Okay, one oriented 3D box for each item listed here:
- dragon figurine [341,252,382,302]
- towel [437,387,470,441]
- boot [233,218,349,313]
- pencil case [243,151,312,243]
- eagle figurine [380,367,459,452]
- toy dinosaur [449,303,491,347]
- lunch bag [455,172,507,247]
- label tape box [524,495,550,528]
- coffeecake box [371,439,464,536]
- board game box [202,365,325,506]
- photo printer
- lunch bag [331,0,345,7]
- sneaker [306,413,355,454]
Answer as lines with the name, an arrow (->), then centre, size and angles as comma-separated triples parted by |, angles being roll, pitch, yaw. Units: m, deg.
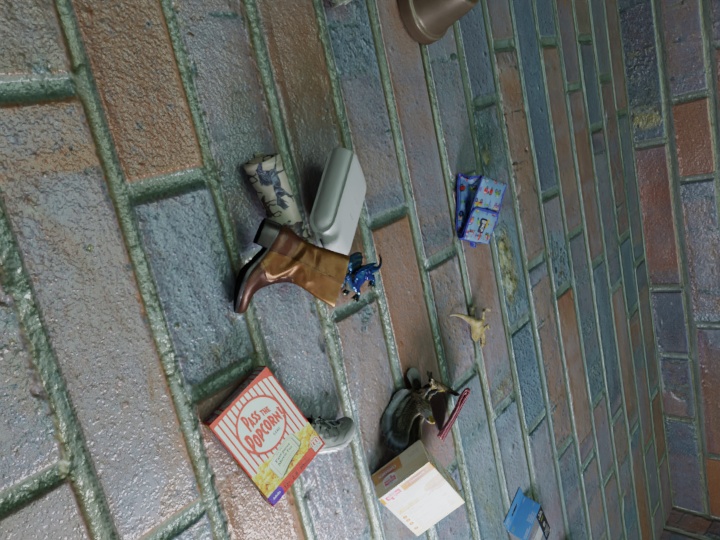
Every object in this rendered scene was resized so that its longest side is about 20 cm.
dragon figurine -> 0.000, 0.000, 1.231 | 0.198, 0.058, 0.102 | -38, 143, -32
towel -> 0.247, 0.376, 1.432 | 0.147, 0.022, 0.200 | -59, 166, -6
boot -> -0.135, 0.024, 1.054 | 0.195, 0.068, 0.194 | 25, 84, -23
pencil case -> -0.164, -0.135, 1.079 | 0.076, 0.089, 0.206 | -25, 108, -13
eagle figurine -> 0.143, 0.363, 1.373 | 0.150, 0.151, 0.203 | 35, 95, 5
toy dinosaur -> 0.347, 0.155, 1.614 | 0.200, 0.057, 0.103 | 46, 60, -35
lunch bag -> 0.348, -0.173, 1.619 | 0.147, 0.092, 0.208 | 3, 99, -46
label tape box -> 0.564, 0.863, 1.818 | 0.145, 0.062, 0.204 | -47, 121, -36
coffeecake box -> 0.142, 0.537, 1.328 | 0.151, 0.074, 0.202 | -36, 121, 4
board game box -> -0.180, 0.312, 1.032 | 0.151, 0.046, 0.203 | -44, 106, -29
photo printer -> -0.048, -0.131, 1.162 | 0.167, 0.067, 0.207 | 62, 41, -67
lunch bag -> -0.020, -0.708, 1.217 | 0.199, 0.115, 0.168 | -41, 118, -31
sneaker -> -0.086, 0.342, 1.147 | 0.196, 0.073, 0.086 | -10, 98, -45
